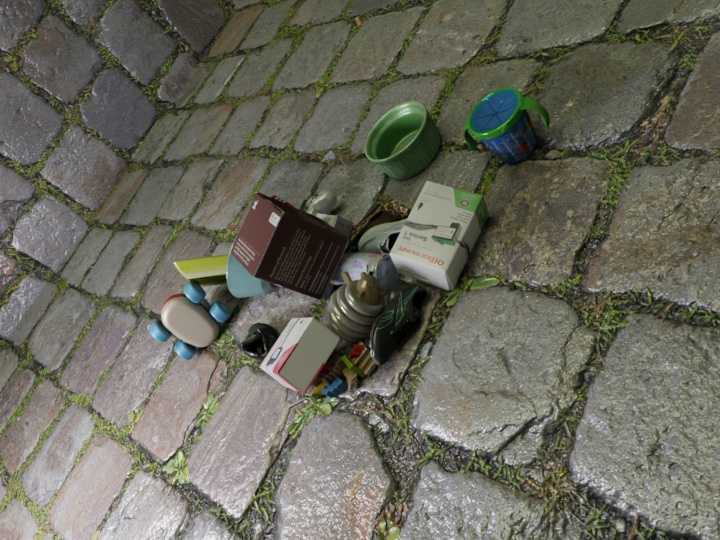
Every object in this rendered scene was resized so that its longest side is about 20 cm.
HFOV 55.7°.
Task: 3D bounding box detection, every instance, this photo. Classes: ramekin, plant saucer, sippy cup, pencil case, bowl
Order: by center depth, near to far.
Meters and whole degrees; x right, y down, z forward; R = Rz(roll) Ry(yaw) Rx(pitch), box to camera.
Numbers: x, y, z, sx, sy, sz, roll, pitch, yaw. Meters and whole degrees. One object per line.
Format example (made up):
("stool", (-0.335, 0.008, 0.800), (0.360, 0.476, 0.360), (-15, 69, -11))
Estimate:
("sippy cup", (0.331, -0.317, 1.536), (0.140, 0.130, 0.178), (-49, 37, -3))
("pencil case", (0.000, 0.000, 1.629), (0.090, 0.084, 0.198), (-26, 21, -37))
("ramekin", (0.117, -0.338, 1.801), (0.198, 0.098, 0.202), (-27, 42, 27))
("bowl", (-0.269, -0.015, 1.856), (0.103, 0.202, 0.203), (11, 62, 18))
("plant saucer", (-0.414, 0.005, 1.940), (0.196, 0.200, 0.049), (-7, 79, -4))

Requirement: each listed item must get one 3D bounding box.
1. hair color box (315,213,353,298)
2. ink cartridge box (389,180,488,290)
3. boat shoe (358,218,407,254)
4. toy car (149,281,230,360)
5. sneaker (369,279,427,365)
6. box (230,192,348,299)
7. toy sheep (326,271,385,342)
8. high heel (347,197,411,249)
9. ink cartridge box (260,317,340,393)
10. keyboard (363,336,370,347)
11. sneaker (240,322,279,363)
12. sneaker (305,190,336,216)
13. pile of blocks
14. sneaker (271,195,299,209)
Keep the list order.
("hair color box", (-0.095, -0.039, 1.740), (0.098, 0.060, 0.203), (11, 82, 52))
("ink cartridge box", (0.172, -0.078, 1.490), (0.144, 0.085, 0.202), (18, 70, 28))
("boat shoe", (0.072, -0.073, 1.622), (0.198, 0.071, 0.072), (-19, 24, 30))
("toy car", (-0.495, 0.118, 1.977), (0.185, 0.176, 0.200), (-47, 24, 6))
("sneaker", (0.080, 0.110, 1.456), (0.078, 0.076, 0.202), (8, 63, 30))
("box", (-0.169, -0.058, 1.622), (0.166, 0.198, 0.166), (38, 104, 53))
("toy sheep", (-0.014, 0.089, 1.517), (0.139, 0.136, 0.201), (-99, 29, -47))
("high heel", (0.045, -0.105, 1.685), (0.143, 0.071, 0.199), (-55, 23, -14))
("ink cartridge box", (-0.141, 0.188, 1.546), (0.146, 0.084, 0.200), (-56, 13, -14))
("keyboard", (0.019, 0.118, 1.569), (0.056, 0.011, 0.201), (-39, 37, 13))
("sneaker", (-0.257, 0.172, 1.719), (0.076, 0.114, 0.200), (-44, 35, 2))
("sneaker", (-0.131, -0.123, 1.888), (0.200, 0.075, 0.116), (-43, 37, 16))
("pile of blocks", (-0.051, 0.226, 1.495), (0.199, 0.062, 0.083), (-37, 38, 20))
("sneaker", (-0.220, -0.122, 1.825), (0.078, 0.115, 0.201), (-41, 34, 23))
